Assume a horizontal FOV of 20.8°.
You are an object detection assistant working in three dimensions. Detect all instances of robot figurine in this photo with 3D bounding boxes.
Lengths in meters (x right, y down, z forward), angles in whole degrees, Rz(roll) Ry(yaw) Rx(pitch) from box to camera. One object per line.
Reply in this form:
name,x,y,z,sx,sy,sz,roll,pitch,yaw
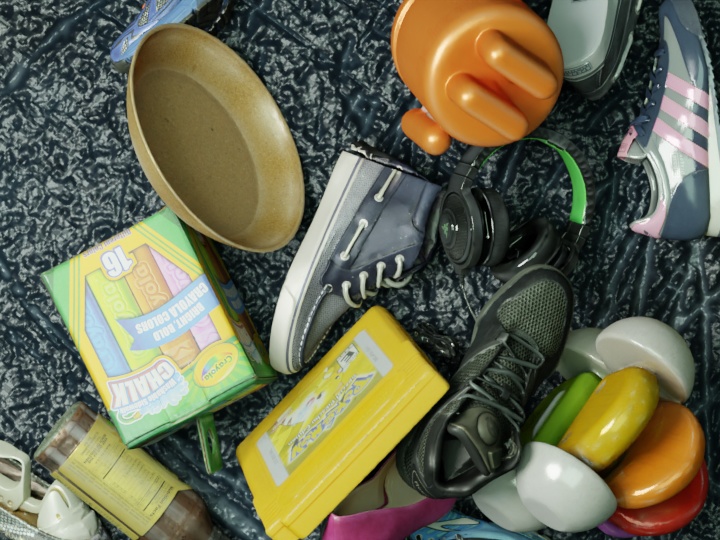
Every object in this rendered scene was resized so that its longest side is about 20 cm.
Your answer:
robot figurine,0.091,-0.170,1.542,0.116,0.200,0.145,-9,115,-11

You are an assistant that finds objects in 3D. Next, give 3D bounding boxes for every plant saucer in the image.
plant saucer,-0.123,-0.100,1.566,0.035,0.200,0.201,-27,85,31

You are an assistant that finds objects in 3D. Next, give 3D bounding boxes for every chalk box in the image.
chalk box,-0.149,0.066,1.581,0.123,0.125,0.201,-28,86,3

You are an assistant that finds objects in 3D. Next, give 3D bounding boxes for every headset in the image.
headset,0.108,-0.023,1.584,0.123,0.094,0.201,26,89,-25

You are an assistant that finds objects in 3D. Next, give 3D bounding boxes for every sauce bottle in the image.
sauce bottle,-0.171,0.190,1.594,0.200,0.065,0.065,41,91,-11

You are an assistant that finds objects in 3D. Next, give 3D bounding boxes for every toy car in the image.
toy car,0.194,0.142,1.522,0.150,0.200,0.175,41,71,-11

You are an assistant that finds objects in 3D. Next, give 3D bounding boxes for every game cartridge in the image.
game cartridge,-0.019,0.118,1.531,0.032,0.200,0.176,43,91,-15

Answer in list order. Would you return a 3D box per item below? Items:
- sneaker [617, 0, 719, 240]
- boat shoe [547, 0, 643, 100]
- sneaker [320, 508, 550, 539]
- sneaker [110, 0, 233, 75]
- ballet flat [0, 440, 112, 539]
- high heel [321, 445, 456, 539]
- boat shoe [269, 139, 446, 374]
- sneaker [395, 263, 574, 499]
sneaker,0.246,-0.123,1.582,0.081,0.070,0.202,-6,85,2
boat shoe,0.202,-0.233,1.594,0.071,0.068,0.201,-2,62,32
sneaker,0.065,0.221,1.571,0.198,0.090,0.079,9,88,6
sneaker,-0.140,-0.243,1.629,0.078,0.075,0.200,40,85,18
ballet flat,-0.272,0.188,1.607,0.199,0.072,0.072,31,90,7
high heel,0.026,0.163,1.531,0.067,0.096,0.200,12,44,28
boat shoe,0.000,0.000,1.591,0.092,0.075,0.201,21,89,17
sneaker,0.106,0.088,1.466,0.076,0.114,0.200,38,86,-13
